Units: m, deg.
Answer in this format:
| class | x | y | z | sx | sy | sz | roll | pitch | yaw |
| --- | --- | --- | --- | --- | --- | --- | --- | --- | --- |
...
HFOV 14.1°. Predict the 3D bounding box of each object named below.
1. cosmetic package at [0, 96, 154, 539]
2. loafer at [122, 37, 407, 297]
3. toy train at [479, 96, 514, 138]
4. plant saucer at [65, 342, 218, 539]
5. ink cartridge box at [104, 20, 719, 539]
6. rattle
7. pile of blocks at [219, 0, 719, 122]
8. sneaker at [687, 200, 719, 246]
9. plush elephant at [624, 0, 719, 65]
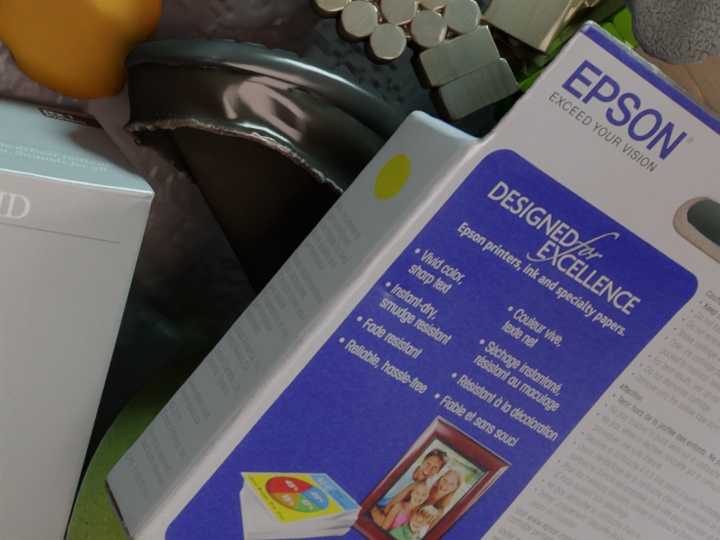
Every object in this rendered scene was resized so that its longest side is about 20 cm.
| class | x | y | z | sx | sy | sz | roll | pitch | yaw |
| --- | --- | --- | --- | --- | --- | --- | --- | --- | --- |
| cosmetic package | -0.142 | 0.046 | 0.883 | 0.107 | 0.090 | 0.200 | 8 | 110 | -22 |
| loafer | 0.000 | 0.000 | 0.900 | 0.200 | 0.073 | 0.071 | 38 | 68 | -31 |
| toy train | 0.096 | -0.088 | 0.949 | 0.042 | 0.056 | 0.200 | 38 | 99 | 15 |
| plant saucer | -0.011 | 0.117 | 0.930 | 0.200 | 0.031 | 0.200 | 15 | 69 | -43 |
| ink cartridge box | 0.058 | 0.037 | 0.877 | 0.198 | 0.047 | 0.200 | 32 | 104 | -36 |
| rattle | -0.093 | -0.084 | 0.787 | 0.130 | 0.200 | 0.143 | -8 | 112 | -20 |
| pile of blocks | 0.031 | -0.084 | 0.901 | 0.200 | 0.062 | 0.082 | 32 | 91 | -4 |
| sneaker | 0.122 | 0.054 | 0.997 | 0.074 | 0.087 | 0.200 | -25 | 118 | -14 |
| plush elephant | 0.168 | -0.094 | 0.839 | 0.200 | 0.164 | 0.155 | 56 | 41 | -24 |
